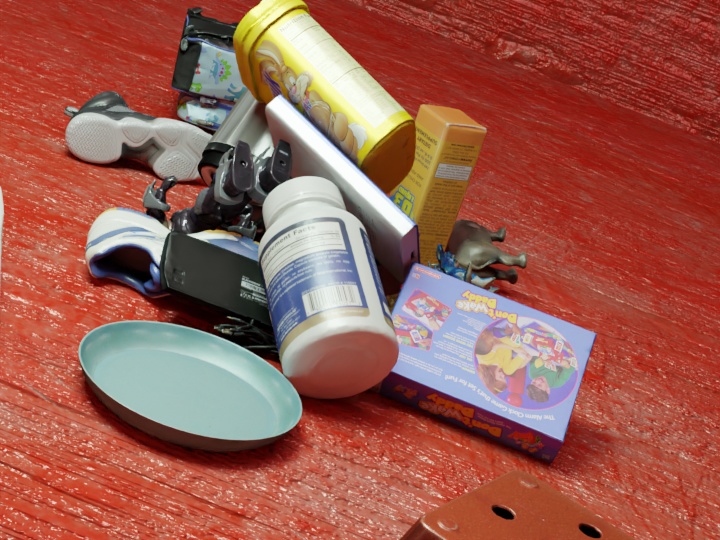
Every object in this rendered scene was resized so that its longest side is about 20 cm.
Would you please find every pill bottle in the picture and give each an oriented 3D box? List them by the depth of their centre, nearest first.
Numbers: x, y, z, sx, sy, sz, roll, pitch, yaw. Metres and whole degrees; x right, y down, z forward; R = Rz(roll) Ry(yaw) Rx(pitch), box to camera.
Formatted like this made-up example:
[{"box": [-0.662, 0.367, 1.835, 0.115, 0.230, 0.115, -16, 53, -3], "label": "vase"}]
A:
[{"box": [-0.037, 0.011, 1.346, 0.110, 0.111, 0.201, 9, 46, -28], "label": "pill bottle"}]

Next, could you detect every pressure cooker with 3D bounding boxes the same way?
[{"box": [-0.091, -0.122, 1.636, 0.178, 0.201, 0.176, 31, -15, 10], "label": "pressure cooker"}]

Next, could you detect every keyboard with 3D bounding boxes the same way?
[{"box": [-0.109, 0.038, 1.387, 0.199, 0.040, 0.105, 21, 45, -18], "label": "keyboard"}]

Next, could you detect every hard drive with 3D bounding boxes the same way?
[{"box": [-0.016, -0.079, 1.450, 0.200, 0.025, 0.132, 45, -13, 19], "label": "hard drive"}]

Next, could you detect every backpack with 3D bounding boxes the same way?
[{"box": [-0.168, -0.271, 2.030, 0.198, 0.148, 0.183, 12, 19, -10], "label": "backpack"}]

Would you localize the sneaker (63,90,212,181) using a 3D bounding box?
[{"box": [-0.272, -0.173, 1.766, 0.198, 0.076, 0.114, 9, 24, -23], "label": "sneaker"}]

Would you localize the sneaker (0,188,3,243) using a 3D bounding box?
[{"box": [-0.371, -0.027, 1.295, 0.088, 0.076, 0.200, 2, 25, -14], "label": "sneaker"}]

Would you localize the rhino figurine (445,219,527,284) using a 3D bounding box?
[{"box": [0.142, -0.035, 1.831, 0.087, 0.060, 0.200, 3, 20, -15], "label": "rhino figurine"}]

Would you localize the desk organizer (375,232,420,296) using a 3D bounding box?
[{"box": [0.000, 0.000, 1.568, 0.071, 0.078, 0.200, 24, 19, 11], "label": "desk organizer"}]

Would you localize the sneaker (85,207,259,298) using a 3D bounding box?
[{"box": [-0.179, 0.003, 1.416, 0.198, 0.076, 0.088, 11, 31, -3], "label": "sneaker"}]

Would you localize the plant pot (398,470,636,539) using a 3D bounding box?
[{"box": [0.091, 0.240, 0.856, 0.199, 0.178, 0.199, 30, 21, 27], "label": "plant pot"}]

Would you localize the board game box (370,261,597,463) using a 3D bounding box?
[{"box": [0.118, 0.088, 1.394, 0.198, 0.045, 0.135, 22, 54, 5], "label": "board game box"}]

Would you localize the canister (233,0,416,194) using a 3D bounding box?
[{"box": [-0.035, -0.177, 1.479, 0.200, 0.086, 0.149, 46, -13, 17], "label": "canister"}]

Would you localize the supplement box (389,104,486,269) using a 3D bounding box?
[{"box": [0.082, -0.094, 1.718, 0.068, 0.202, 0.067, 1, 26, -35], "label": "supplement box"}]

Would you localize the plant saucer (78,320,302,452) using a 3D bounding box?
[{"box": [-0.148, 0.102, 1.221, 0.198, 0.028, 0.200, 18, 20, -7], "label": "plant saucer"}]

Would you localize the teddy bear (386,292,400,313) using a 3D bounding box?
[{"box": [0.109, 0.070, 1.504, 0.199, 0.067, 0.145, 27, 18, 17], "label": "teddy bear"}]

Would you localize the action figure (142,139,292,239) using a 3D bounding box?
[{"box": [-0.151, -0.064, 1.468, 0.129, 0.200, 0.070, 12, 58, -36], "label": "action figure"}]

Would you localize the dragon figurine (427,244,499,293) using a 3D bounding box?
[{"box": [0.100, 0.010, 1.618, 0.099, 0.059, 0.200, 32, 2, 15], "label": "dragon figurine"}]
